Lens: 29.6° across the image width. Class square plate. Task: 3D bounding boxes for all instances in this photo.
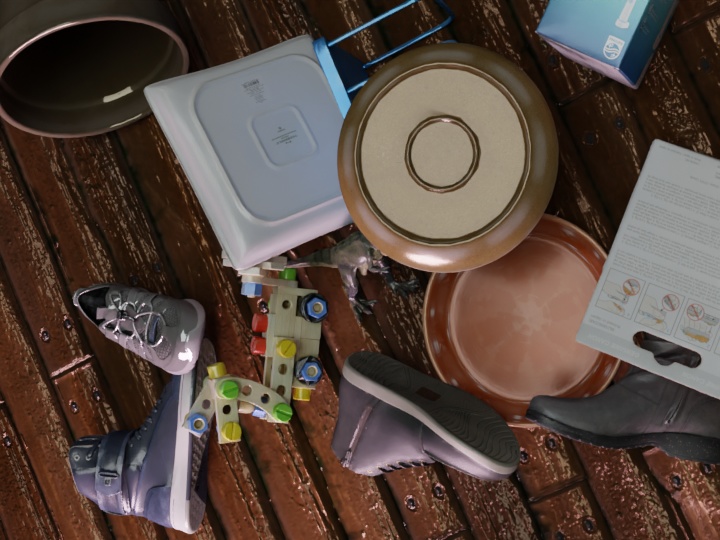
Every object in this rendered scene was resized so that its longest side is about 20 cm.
[{"bbox_3d":[-0.079,-0.123,1.306,0.200,0.198,0.028,62,150,9],"label":"square plate"}]

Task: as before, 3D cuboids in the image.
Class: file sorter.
[{"bbox_3d":[0.062,-0.137,1.271,0.121,0.139,0.202,-24,83,14],"label":"file sorter"}]

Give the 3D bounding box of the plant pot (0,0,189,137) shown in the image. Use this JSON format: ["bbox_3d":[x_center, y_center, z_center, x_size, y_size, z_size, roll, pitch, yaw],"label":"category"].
[{"bbox_3d":[-0.288,-0.262,1.378,0.198,0.200,0.176,-25,66,17],"label":"plant pot"}]

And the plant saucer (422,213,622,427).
[{"bbox_3d":[0.157,0.046,1.294,0.197,0.032,0.204,0,91,19],"label":"plant saucer"}]

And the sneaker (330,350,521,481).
[{"bbox_3d":[0.060,0.165,1.296,0.199,0.074,0.108,29,121,30],"label":"sneaker"}]

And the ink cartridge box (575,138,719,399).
[{"bbox_3d":[0.300,0.001,1.212,0.161,0.057,0.202,21,86,17],"label":"ink cartridge box"}]

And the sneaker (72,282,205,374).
[{"bbox_3d":[-0.222,0.055,1.350,0.199,0.081,0.076,10,87,53],"label":"sneaker"}]

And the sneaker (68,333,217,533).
[{"bbox_3d":[-0.225,0.157,1.403,0.144,0.077,0.206,9,94,16],"label":"sneaker"}]

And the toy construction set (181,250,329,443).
[{"bbox_3d":[-0.098,0.069,1.329,0.129,0.092,0.203,6,102,-18],"label":"toy construction set"}]

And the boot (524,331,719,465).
[{"bbox_3d":[0.250,0.094,1.229,0.197,0.070,0.134,9,92,-10],"label":"boot"}]

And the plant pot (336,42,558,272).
[{"bbox_3d":[0.072,-0.100,1.186,0.197,0.027,0.203,-1,88,13],"label":"plant pot"}]

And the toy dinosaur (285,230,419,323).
[{"bbox_3d":[0.000,0.000,1.324,0.088,0.048,0.199,49,147,-18],"label":"toy dinosaur"}]

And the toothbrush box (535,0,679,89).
[{"bbox_3d":[0.244,-0.275,1.202,0.085,0.146,0.202,28,100,16],"label":"toothbrush box"}]
